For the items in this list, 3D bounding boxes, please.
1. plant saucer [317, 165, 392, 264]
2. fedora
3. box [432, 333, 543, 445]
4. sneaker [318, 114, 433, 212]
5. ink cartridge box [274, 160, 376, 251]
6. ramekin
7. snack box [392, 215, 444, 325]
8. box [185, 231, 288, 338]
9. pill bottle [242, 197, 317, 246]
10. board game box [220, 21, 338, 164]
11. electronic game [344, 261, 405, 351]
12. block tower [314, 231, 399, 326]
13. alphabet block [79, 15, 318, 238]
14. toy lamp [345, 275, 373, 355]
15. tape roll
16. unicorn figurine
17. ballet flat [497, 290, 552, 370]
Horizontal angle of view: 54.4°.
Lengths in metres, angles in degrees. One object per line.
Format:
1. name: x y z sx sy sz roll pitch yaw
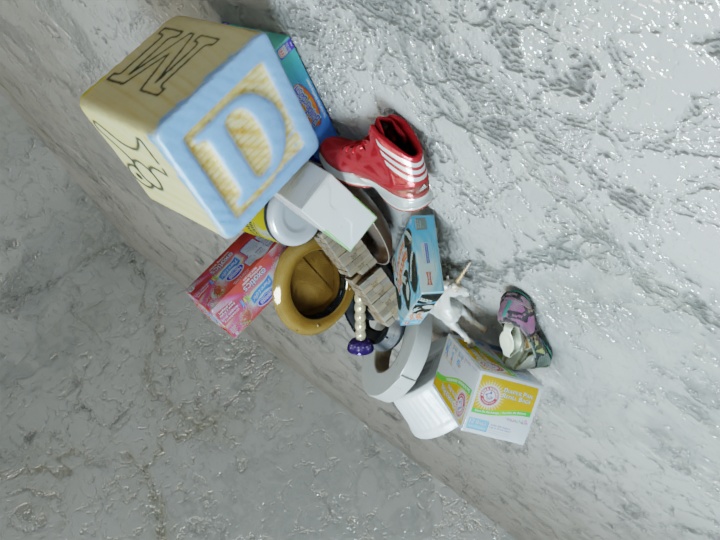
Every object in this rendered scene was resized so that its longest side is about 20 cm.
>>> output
1. plant saucer: -0.011 -0.096 1.145 0.200 0.032 0.200 47 168 13
2. fedora: -0.095 0.017 1.275 0.082 0.201 0.201 24 157 45
3. box: 0.203 0.190 1.155 0.112 0.102 0.200 15 -171 -11
4. sneaker: 0.017 -0.167 0.924 0.199 0.078 0.116 29 143 33
5. ink cartridge box: -0.080 -0.116 1.037 0.117 0.067 0.200 39 178 -41
6. ramekin: 0.151 0.217 1.350 0.098 0.200 0.200 51 161 -11
7. snack box: 0.085 0.005 1.084 0.037 0.117 0.200 -4 163 -7
8. box: -0.218 0.015 1.336 0.099 0.200 0.096 27 158 41
9. pill bottle: -0.163 -0.113 1.218 0.199 0.112 0.112 17 152 48
10. board game box: -0.122 -0.252 1.008 0.152 0.045 0.201 26 157 39
11. electronic game: 0.021 0.055 1.331 0.199 0.041 0.202 27 124 50
12. block tower: 0.000 0.000 1.193 0.201 0.054 0.058 55 165 -19
13. alphabet block: -0.209 -0.194 0.932 0.199 0.197 0.196 26 154 38
14. toy lamp: -0.002 0.054 1.276 0.058 0.058 0.202 23 120 44
15. tape roll: 0.068 0.152 1.347 0.037 0.204 0.202 24 169 -21
16. unicorn figurine: 0.148 0.060 1.161 0.137 0.074 0.200 42 161 -20
17. ballet flat: 0.245 0.110 1.084 0.069 0.071 0.200 23 156 38
